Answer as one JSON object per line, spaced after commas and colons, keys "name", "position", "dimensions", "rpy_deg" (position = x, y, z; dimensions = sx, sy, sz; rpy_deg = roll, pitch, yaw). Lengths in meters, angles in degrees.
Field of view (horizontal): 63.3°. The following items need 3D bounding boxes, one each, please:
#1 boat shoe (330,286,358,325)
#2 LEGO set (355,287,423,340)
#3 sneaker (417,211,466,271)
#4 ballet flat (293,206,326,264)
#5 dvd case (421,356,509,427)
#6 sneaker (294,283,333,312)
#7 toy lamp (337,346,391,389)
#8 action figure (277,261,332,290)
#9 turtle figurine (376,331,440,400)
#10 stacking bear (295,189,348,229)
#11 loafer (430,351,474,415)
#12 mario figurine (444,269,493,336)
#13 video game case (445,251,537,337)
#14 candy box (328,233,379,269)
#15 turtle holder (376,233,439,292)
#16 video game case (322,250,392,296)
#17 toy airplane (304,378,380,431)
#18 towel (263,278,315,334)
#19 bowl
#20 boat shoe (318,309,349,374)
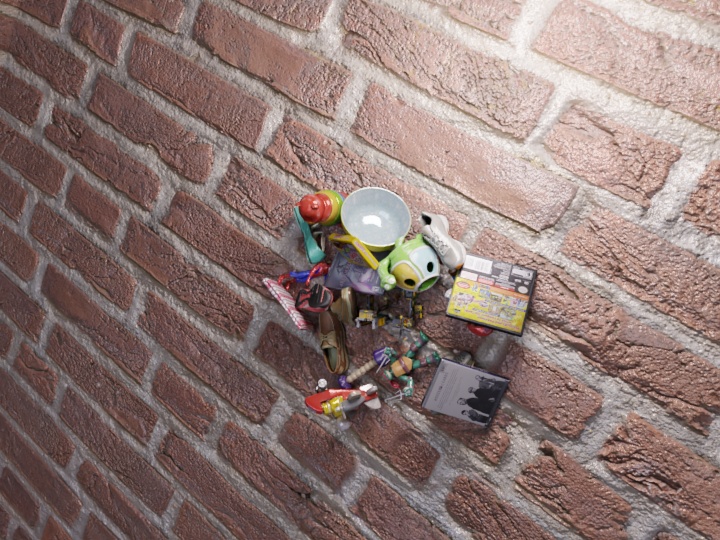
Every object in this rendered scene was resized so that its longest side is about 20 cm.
{"name": "boat shoe", "position": [-0.050, 0.108, 1.687], "dimensions": [0.076, 0.200, 0.072], "rpy_deg": [3, 59, 6]}
{"name": "LEGO set", "position": [0.070, 0.105, 1.668], "dimensions": [0.199, 0.116, 0.154], "rpy_deg": [12, 99, 26]}
{"name": "sneaker", "position": [0.207, -0.079, 1.561], "dimensions": [0.076, 0.092, 0.200], "rpy_deg": [-51, 43, 28]}
{"name": "ballet flat", "position": [-0.149, -0.115, 1.794], "dimensions": [0.070, 0.067, 0.201], "rpy_deg": [-21, 70, 6]}
{"name": "dvd case", "position": [0.281, 0.329, 1.572], "dimensions": [0.199, 0.025, 0.151], "rpy_deg": [19, 104, -8]}
{"name": "sneaker", "position": [-0.119, 0.088, 1.748], "dimensions": [0.200, 0.087, 0.074], "rpy_deg": [-6, 65, 60]}
{"name": "toy lamp", "position": [0.019, 0.292, 1.743], "dimensions": [0.200, 0.058, 0.058], "rpy_deg": [-41, 76, 25]}
{"name": "action figure", "position": [-0.161, 0.036, 1.801], "dimensions": [0.199, 0.065, 0.099], "rpy_deg": [-20, 51, 26]}
{"name": "turtle figurine", "position": [0.122, 0.271, 1.665], "dimensions": [0.200, 0.101, 0.150], "rpy_deg": [-37, 93, 8]}
{"name": "stacking bear", "position": [-0.108, -0.178, 1.693], "dimensions": [0.121, 0.200, 0.114], "rpy_deg": [16, 101, 25]}
{"name": "loafer", "position": [0.264, 0.318, 1.620], "dimensions": [0.069, 0.075, 0.201], "rpy_deg": [24, 104, -13]}
{"name": "mario figurine", "position": [0.305, 0.076, 1.551], "dimensions": [0.123, 0.106, 0.201], "rpy_deg": [-26, 78, 37]}
{"name": "video game case", "position": [0.339, 0.059, 1.514], "dimensions": [0.199, 0.026, 0.181], "rpy_deg": [15, 74, 11]}
{"name": "candy box", "position": [-0.021, -0.055, 1.620], "dimensions": [0.026, 0.200, 0.102], "rpy_deg": [-47, 109, -10]}
{"name": "turtle holder", "position": [0.135, -0.012, 1.584], "dimensions": [0.141, 0.185, 0.132], "rpy_deg": [-46, 64, 24]}
{"name": "video game case", "position": [0.000, 0.000, 1.707], "dimensions": [0.199, 0.019, 0.143], "rpy_deg": [6, 61, 28]}
{"name": "toy airplane", "position": [-0.037, 0.396, 1.698], "dimensions": [0.199, 0.200, 0.142], "rpy_deg": [-18, 58, 31]}
{"name": "towel", "position": [-0.221, 0.110, 1.802], "dimensions": [0.030, 0.146, 0.200], "rpy_deg": [-40, 74, 2]}
{"name": "bowl", "position": [0.037, -0.127, 1.663], "dimensions": [0.200, 0.200, 0.108], "rpy_deg": [47, 155, 16]}
{"name": "boat shoe", "position": [-0.087, 0.220, 1.782], "dimensions": [0.075, 0.074, 0.201], "rpy_deg": [-19, 85, 27]}
